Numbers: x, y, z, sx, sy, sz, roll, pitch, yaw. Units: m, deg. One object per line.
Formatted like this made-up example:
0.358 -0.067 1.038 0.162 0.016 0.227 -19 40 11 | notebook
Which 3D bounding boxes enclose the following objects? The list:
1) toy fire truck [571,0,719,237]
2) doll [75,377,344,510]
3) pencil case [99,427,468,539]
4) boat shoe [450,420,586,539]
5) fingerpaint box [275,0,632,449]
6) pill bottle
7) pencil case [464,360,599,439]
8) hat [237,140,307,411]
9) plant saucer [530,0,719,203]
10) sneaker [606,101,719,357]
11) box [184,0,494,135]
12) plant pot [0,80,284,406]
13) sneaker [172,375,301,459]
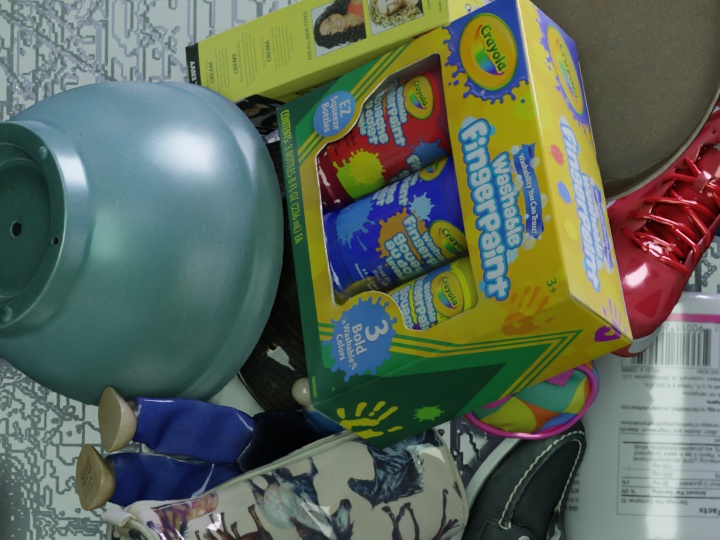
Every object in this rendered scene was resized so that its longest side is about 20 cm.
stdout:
0.195 -0.108 1.705 0.200 0.112 0.168 10 110 1 | toy fire truck
-0.062 0.121 1.637 0.200 0.048 0.137 11 115 -25 | doll
-0.043 0.138 1.575 0.200 0.078 0.090 -19 95 -22 | pencil case
0.086 0.167 1.660 0.060 0.076 0.200 48 127 32 | boat shoe
0.047 -0.028 1.551 0.167 0.073 0.200 -24 55 26 | fingerpaint box
0.177 0.115 1.676 0.113 0.113 0.200 2 86 0 | pill bottle
0.085 0.000 1.630 0.088 0.088 0.200 -7 50 0 | pencil case
0.000 0.000 1.671 0.200 0.081 0.201 9 66 -21 | hat
0.136 -0.132 1.601 0.200 0.032 0.201 -9 76 38 | plant saucer
0.176 -0.038 1.585 0.078 0.200 0.116 36 122 -4 | sneaker
-0.006 -0.132 1.657 0.200 0.075 0.050 -18 72 36 | box
-0.161 -0.019 1.626 0.200 0.134 0.201 -7 79 41 | plant pot
-0.064 0.063 1.709 0.115 0.074 0.200 -6 86 -11 | sneaker
